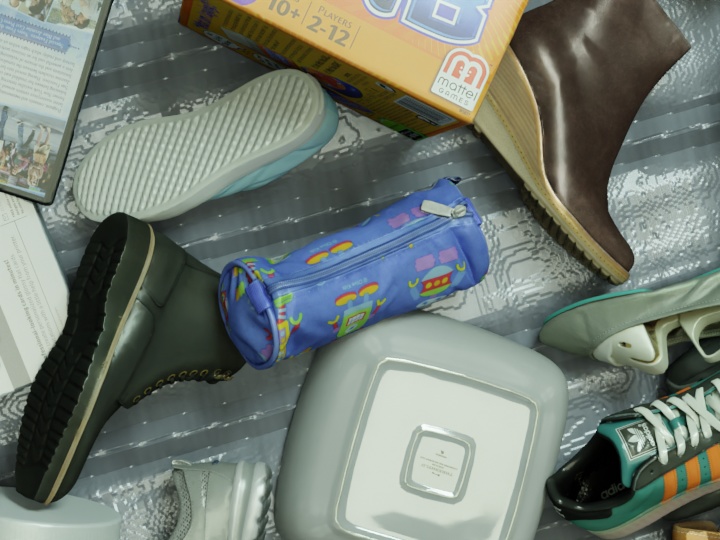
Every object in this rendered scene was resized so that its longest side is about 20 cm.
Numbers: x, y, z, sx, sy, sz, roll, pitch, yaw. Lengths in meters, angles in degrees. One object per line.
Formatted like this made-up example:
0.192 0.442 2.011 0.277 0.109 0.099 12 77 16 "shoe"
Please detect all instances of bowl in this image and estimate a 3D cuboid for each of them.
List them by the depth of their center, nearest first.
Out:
0.049 0.134 1.189 0.198 0.075 0.201 17 89 -7 "bowl"

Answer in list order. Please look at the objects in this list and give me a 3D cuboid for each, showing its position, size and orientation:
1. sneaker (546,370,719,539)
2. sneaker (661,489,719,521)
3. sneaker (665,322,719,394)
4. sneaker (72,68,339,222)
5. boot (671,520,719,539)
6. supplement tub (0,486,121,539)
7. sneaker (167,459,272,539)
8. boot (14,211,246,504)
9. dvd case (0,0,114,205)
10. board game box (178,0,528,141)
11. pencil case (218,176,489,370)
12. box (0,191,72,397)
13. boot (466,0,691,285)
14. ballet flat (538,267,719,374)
0.219 0.123 1.164 0.200 0.080 0.072 -40 53 22 "sneaker"
0.315 0.150 1.229 0.199 0.076 0.091 -23 105 -2 "sneaker"
0.307 0.025 1.233 0.199 0.075 0.080 -32 71 -3 "sneaker"
-0.103 -0.075 1.165 0.198 0.082 0.075 -18 72 16 "sneaker"
0.236 0.266 1.209 0.198 0.077 0.157 -5 100 -13 "boot"
-0.239 0.258 1.124 0.131 0.132 0.202 8 90 -8 "supplement tub"
-0.119 0.230 1.179 0.081 0.075 0.202 12 83 6 "sneaker"
-0.145 0.079 1.139 0.138 0.077 0.201 26 84 -35 "boot"
-0.249 -0.159 1.119 0.142 0.018 0.202 17 93 -9 "dvd case"
0.009 -0.224 1.107 0.199 0.200 0.201 25 88 -8 "board game box"
0.000 0.000 1.148 0.199 0.087 0.078 -22 68 -25 "pencil case"
-0.305 0.026 1.153 0.199 0.041 0.157 -21 95 -6 "box"
0.180 -0.110 1.198 0.166 0.072 0.200 -39 93 -3 "boot"
0.225 0.040 1.180 0.198 0.067 0.064 -17 61 17 "ballet flat"
